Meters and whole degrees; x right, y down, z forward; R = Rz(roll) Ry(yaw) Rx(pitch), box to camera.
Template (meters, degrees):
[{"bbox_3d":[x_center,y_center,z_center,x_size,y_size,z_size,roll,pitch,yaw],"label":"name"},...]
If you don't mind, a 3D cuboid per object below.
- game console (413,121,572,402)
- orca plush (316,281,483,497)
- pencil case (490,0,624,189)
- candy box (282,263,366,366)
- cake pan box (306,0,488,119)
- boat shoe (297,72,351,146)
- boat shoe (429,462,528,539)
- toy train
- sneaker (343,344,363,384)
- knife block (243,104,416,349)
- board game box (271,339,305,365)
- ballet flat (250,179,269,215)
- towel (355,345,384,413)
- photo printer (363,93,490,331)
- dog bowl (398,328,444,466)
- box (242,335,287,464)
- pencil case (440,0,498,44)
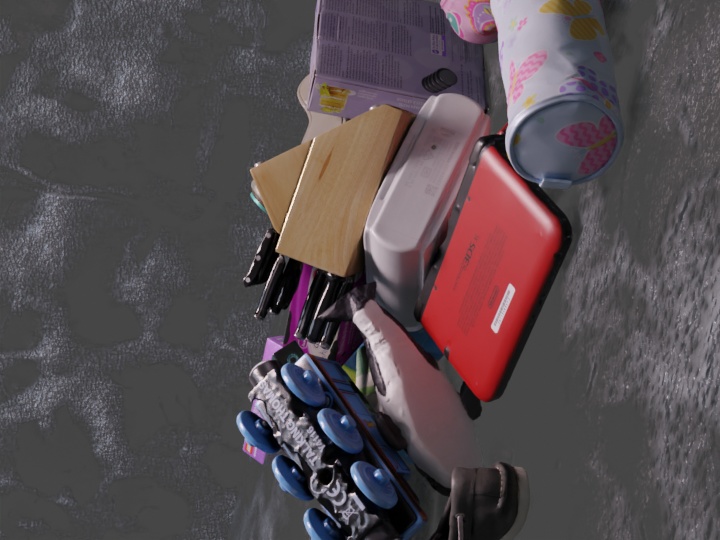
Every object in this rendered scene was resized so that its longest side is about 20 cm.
[{"bbox_3d":[0.130,-0.022,1.077,0.172,0.118,0.200,53,141,35],"label":"game console"},{"bbox_3d":[0.030,0.114,1.109,0.105,0.200,0.071,-39,-7,-38],"label":"orca plush"},{"bbox_3d":[0.141,-0.151,0.947,0.200,0.083,0.091,-89,20,-46],"label":"pencil case"},{"bbox_3d":[0.000,0.000,1.295,0.200,0.061,0.137,-47,-26,-52],"label":"candy box"},{"bbox_3d":[0.038,-0.229,1.371,0.200,0.184,0.052,-90,14,-47],"label":"cake pan box"},{"bbox_3d":[-0.026,-0.151,1.374,0.067,0.057,0.200,-36,32,19],"label":"boat shoe"},{"bbox_3d":[0.072,0.209,0.991,0.200,0.057,0.067,110,167,-46],"label":"boat shoe"},{"bbox_3d":[-0.019,0.155,1.066,0.087,0.114,0.200,-47,61,15],"label":"toy train"},{"bbox_3d":[0.020,0.149,1.368,0.201,0.105,0.076,65,164,-12],"label":"sneaker"},{"bbox_3d":[-0.015,-0.032,1.141,0.176,0.200,0.064,66,-166,1],"label":"knife block"},{"bbox_3d":[-0.046,0.151,1.249,0.135,0.028,0.200,55,164,9],"label":"board game box"},{"bbox_3d":[-0.040,-0.050,1.357,0.064,0.200,0.067,-43,48,3],"label":"ballet flat"},{"bbox_3d":[0.014,0.170,1.249,0.153,0.023,0.201,139,132,-79],"label":"towel"},{"bbox_3d":[0.061,-0.043,1.185,0.200,0.069,0.167,87,-153,-64],"label":"photo printer"},{"bbox_3d":[0.056,0.100,1.301,0.112,0.049,0.201,121,157,-67],"label":"dog bowl"},{"bbox_3d":[-0.037,0.134,1.454,0.039,0.200,0.137,27,111,37],"label":"box"},{"bbox_3d":[0.133,-0.291,1.164,0.200,0.087,0.088,118,161,-65],"label":"pencil case"}]
